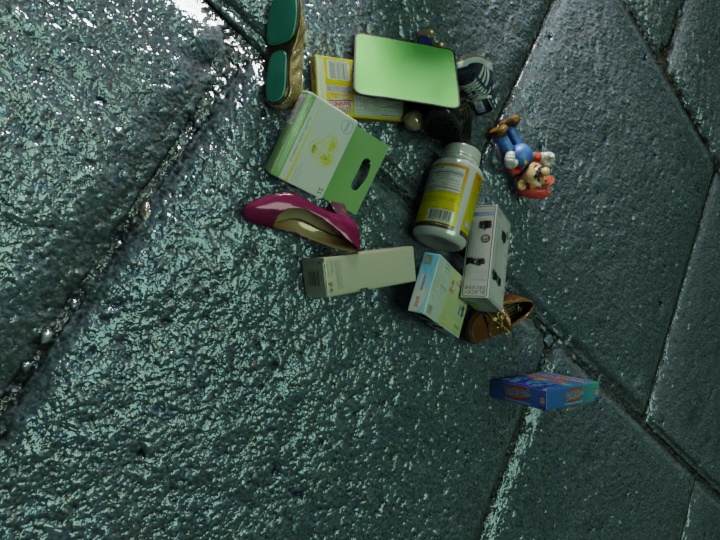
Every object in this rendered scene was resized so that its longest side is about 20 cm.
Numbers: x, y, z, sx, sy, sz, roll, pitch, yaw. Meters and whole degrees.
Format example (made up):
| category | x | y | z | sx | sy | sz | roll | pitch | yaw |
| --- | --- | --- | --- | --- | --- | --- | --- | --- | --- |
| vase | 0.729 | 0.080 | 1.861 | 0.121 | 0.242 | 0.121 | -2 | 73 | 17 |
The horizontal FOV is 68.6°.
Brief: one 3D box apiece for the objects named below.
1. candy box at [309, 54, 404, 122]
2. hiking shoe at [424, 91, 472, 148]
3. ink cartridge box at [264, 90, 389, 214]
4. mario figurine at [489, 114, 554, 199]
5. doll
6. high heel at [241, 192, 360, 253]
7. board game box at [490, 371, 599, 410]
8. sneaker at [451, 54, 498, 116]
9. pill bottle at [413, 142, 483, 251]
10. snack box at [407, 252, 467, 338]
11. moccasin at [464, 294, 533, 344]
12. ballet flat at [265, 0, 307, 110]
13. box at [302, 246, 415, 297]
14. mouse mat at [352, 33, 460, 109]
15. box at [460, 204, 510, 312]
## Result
| category | x | y | z | sx | sy | sz | roll | pitch | yaw |
| --- | --- | --- | --- | --- | --- | --- | --- | --- | --- |
| candy box | -0.001 | -0.332 | 0.976 | 0.198 | 0.026 | 0.103 | -7 | 99 | -36 |
| hiking shoe | 0.177 | -0.309 | 1.041 | 0.200 | 0.075 | 0.102 | 12 | 85 | -69 |
| ink cartridge box | -0.045 | -0.193 | 0.908 | 0.199 | 0.048 | 0.147 | 24 | 97 | -31 |
| mario figurine | 0.384 | -0.255 | 1.199 | 0.123 | 0.106 | 0.201 | -34 | 104 | 6 |
| doll | 0.125 | -0.365 | 1.038 | 0.136 | 0.048 | 0.202 | 30 | 67 | -44 |
| high heel | -0.091 | -0.072 | 0.864 | 0.198 | 0.068 | 0.097 | -4 | 55 | -30 |
| board game box | 0.420 | 0.271 | 1.203 | 0.198 | 0.151 | 0.046 | 2 | 89 | -36 |
| sneaker | 0.233 | -0.378 | 1.093 | 0.199 | 0.070 | 0.110 | -24 | 108 | -55 |
| pill bottle | 0.180 | -0.148 | 1.056 | 0.109 | 0.109 | 0.202 | 25 | 77 | -33 |
| snack box | 0.163 | 0.054 | 1.045 | 0.200 | 0.037 | 0.117 | 35 | 69 | -55 |
| moccasin | 0.308 | 0.109 | 1.167 | 0.200 | 0.077 | 0.074 | -15 | 99 | -34 |
| ballet flat | -0.121 | -0.363 | 0.880 | 0.065 | 0.070 | 0.202 | 9 | 87 | -62 |
| box | 0.000 | 0.000 | 0.947 | 0.198 | 0.082 | 0.069 | -8 | 94 | -34 |
| mouse mat | 0.084 | -0.365 | 0.963 | 0.198 | 0.008 | 0.162 | 6 | 61 | -9 |
| box | 0.266 | -0.023 | 1.111 | 0.116 | 0.060 | 0.202 | 30 | 65 | -56 |
